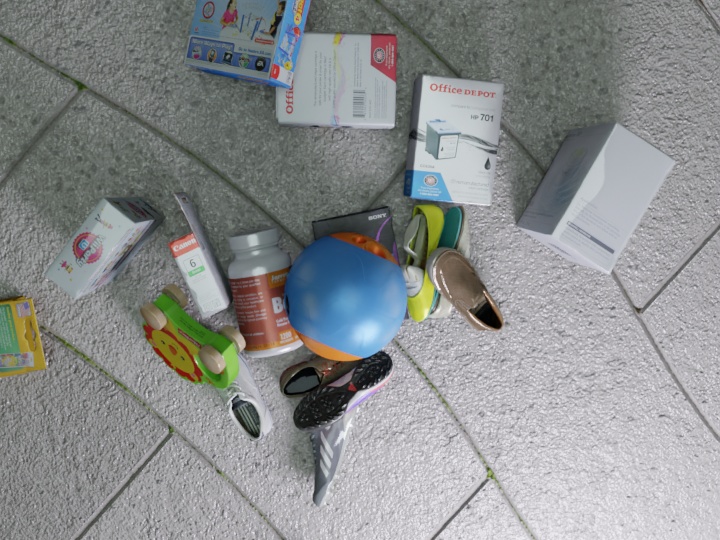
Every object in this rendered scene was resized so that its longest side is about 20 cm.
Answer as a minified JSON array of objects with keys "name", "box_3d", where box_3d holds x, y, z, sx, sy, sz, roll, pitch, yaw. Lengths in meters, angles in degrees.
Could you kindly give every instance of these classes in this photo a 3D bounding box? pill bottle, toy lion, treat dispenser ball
[{"name":"pill bottle","box_3d":[-0.162,0.035,1.231,0.110,0.112,0.205,-11,98,-2]},{"name":"toy lion","box_3d":[-0.282,0.128,1.200,0.198,0.194,0.069,32,54,17]},{"name":"treat dispenser ball","box_3d":[-0.023,0.041,1.161,0.196,0.201,0.206,0,97,-3]}]

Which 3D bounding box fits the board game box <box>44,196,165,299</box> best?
[{"name":"board game box","box_3d":[-0.401,-0.043,1.162,0.064,0.200,0.148,39,93,-7]}]

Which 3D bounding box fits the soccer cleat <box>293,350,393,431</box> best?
[{"name":"soccer cleat","box_3d":[-0.026,0.216,1.256,0.198,0.073,0.069,-35,68,-9]}]

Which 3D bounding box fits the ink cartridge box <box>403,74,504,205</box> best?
[{"name":"ink cartridge box","box_3d":[0.156,-0.219,1.235,0.143,0.086,0.205,4,98,-4]}]

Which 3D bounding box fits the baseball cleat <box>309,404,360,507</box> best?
[{"name":"baseball cleat","box_3d":[-0.070,0.312,1.301,0.104,0.070,0.204,19,86,0]}]

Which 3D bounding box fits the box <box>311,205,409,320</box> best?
[{"name":"box","box_3d":[0.000,0.000,1.276,0.140,0.036,0.205,-12,97,-2]}]

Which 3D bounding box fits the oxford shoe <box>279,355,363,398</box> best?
[{"name":"oxford shoe","box_3d":[-0.051,0.172,1.273,0.198,0.075,0.071,-31,95,0]}]

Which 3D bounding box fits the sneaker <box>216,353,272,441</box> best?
[{"name":"sneaker","box_3d":[-0.215,0.206,1.269,0.072,0.071,0.202,-33,97,1]}]

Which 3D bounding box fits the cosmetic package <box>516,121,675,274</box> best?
[{"name":"cosmetic package","box_3d":[0.378,-0.123,1.201,0.122,0.199,0.202,30,94,-7]}]

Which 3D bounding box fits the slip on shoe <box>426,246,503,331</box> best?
[{"name":"slip on shoe","box_3d":[0.181,0.037,1.235,0.076,0.060,0.201,-45,126,-12]}]

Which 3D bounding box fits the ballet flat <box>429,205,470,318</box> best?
[{"name":"ballet flat","box_3d":[0.158,-0.014,1.280,0.061,0.067,0.204,12,101,-33]}]

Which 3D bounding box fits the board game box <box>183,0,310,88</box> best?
[{"name":"board game box","box_3d":[-0.176,-0.406,1.153,0.197,0.056,0.200,19,97,32]}]

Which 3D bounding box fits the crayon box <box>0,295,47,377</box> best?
[{"name":"crayon box","box_3d":[-0.636,0.119,1.243,0.195,0.052,0.129,-9,97,-2]}]

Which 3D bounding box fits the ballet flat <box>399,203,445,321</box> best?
[{"name":"ballet flat","box_3d":[0.097,-0.017,1.251,0.066,0.066,0.205,16,82,-41]}]

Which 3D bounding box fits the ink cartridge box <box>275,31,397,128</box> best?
[{"name":"ink cartridge box","box_3d":[-0.041,-0.314,1.211,0.195,0.083,0.149,1,97,-3]}]

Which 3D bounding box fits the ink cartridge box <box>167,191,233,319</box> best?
[{"name":"ink cartridge box","box_3d":[-0.278,-0.028,1.218,0.050,0.109,0.203,-24,98,0]}]
